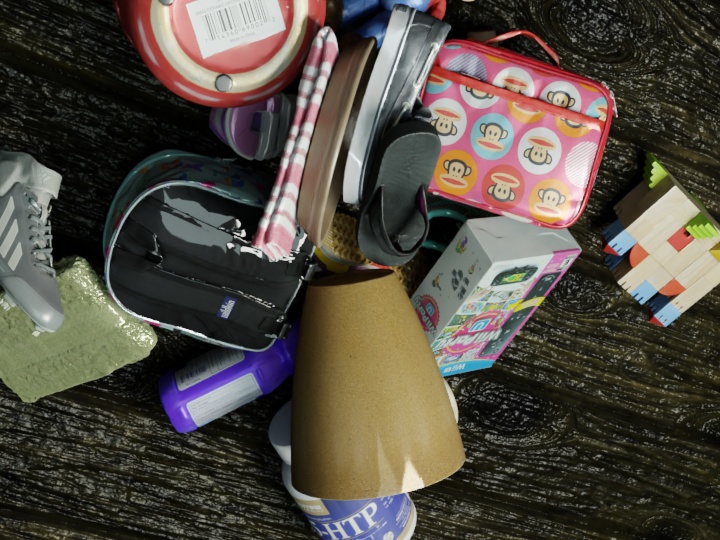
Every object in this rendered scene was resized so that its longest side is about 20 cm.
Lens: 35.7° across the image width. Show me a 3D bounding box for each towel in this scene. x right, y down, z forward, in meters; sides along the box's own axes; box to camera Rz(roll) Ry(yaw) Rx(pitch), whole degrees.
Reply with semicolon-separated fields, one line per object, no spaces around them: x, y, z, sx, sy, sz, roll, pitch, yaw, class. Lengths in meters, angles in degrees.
-0.324;0.063;1.165;0.197;0.037;0.149;-22;126;24;towel
-0.057;-0.110;1.012;0.029;0.146;0.204;16;86;1;towel

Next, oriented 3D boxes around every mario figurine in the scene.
0.053;-0.292;1.099;0.198;0.106;0.124;-32;117;3;mario figurine

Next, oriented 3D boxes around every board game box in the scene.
0.130;0.030;1.226;0.146;0.065;0.201;-7;143;-39;board game box

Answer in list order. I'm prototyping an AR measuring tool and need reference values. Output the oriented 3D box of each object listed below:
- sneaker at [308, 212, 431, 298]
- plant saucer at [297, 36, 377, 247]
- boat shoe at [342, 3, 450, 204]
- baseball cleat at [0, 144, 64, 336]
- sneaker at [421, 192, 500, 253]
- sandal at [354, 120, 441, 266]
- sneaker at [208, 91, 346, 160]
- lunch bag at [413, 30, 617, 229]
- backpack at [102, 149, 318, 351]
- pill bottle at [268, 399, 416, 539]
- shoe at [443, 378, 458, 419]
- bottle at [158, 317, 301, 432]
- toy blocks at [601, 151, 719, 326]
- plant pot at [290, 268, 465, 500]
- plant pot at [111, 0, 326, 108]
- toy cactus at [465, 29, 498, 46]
0.000;0.000;1.247;0.089;0.076;0.198;-27;139;37;sneaker
-0.023;-0.122;1.050;0.029;0.201;0.203;15;111;2;plant saucer
0.034;-0.147;1.059;0.067;0.072;0.203;19;115;1;boat shoe
-0.320;-0.040;1.074;0.106;0.201;0.070;-38;160;2;baseball cleat
0.117;-0.041;1.240;0.196;0.091;0.079;7;114;-18;sneaker
0.037;-0.057;1.073;0.074;0.049;0.202;-11;146;-12;sandal
-0.074;-0.148;1.150;0.198;0.088;0.082;5;98;-41;sneaker
0.147;-0.148;1.114;0.196;0.082;0.179;17;98;0;lunch bag
-0.160;-0.028;1.134;0.197;0.151;0.180;14;117;-26;backpack
-0.025;0.244;1.318;0.118;0.120;0.202;-30;118;0;pill bottle
0.058;0.132;1.326;0.069;0.054;0.201;-35;118;3;shoe
-0.126;0.108;1.248;0.197;0.084;0.066;-26;109;-3;bottle
0.354;-0.023;1.322;0.136;0.101;0.199;-42;119;19;toy blocks
0.003;0.107;1.148;0.183;0.186;0.204;-11;98;-10;plant pot
-0.130;-0.260;1.022;0.196;0.183;0.204;-5;114;-12;plant pot
0.130;-0.169;1.193;0.196;0.102;0.168;-5;106;-2;toy cactus
